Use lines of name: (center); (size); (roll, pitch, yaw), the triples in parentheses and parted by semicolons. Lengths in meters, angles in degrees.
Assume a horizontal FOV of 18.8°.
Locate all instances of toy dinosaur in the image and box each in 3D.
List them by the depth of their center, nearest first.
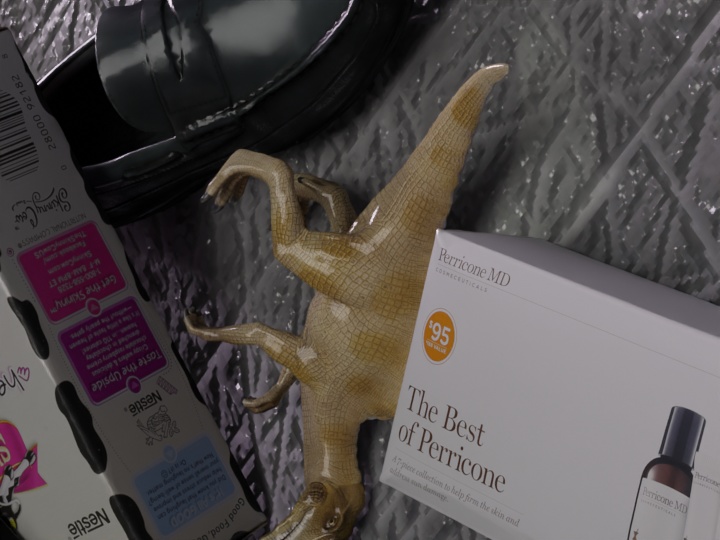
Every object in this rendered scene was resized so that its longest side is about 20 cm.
toy dinosaur: (0.000, 0.000, 0.714); (0.101, 0.058, 0.201); (35, 120, 28)

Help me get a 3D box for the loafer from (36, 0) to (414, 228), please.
loafer: (-0.060, -0.068, 0.762); (0.200, 0.070, 0.069); (-29, 65, 42)

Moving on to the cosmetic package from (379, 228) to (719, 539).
cosmetic package: (0.092, 0.053, 0.596); (0.199, 0.050, 0.083); (22, 101, 47)

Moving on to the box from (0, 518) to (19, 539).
box: (-0.151, 0.187, 0.788); (0.193, 0.047, 0.200); (44, 126, 11)

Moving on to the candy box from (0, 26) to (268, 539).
candy box: (-0.137, 0.033, 0.787); (0.136, 0.061, 0.201); (-28, 91, 43)
